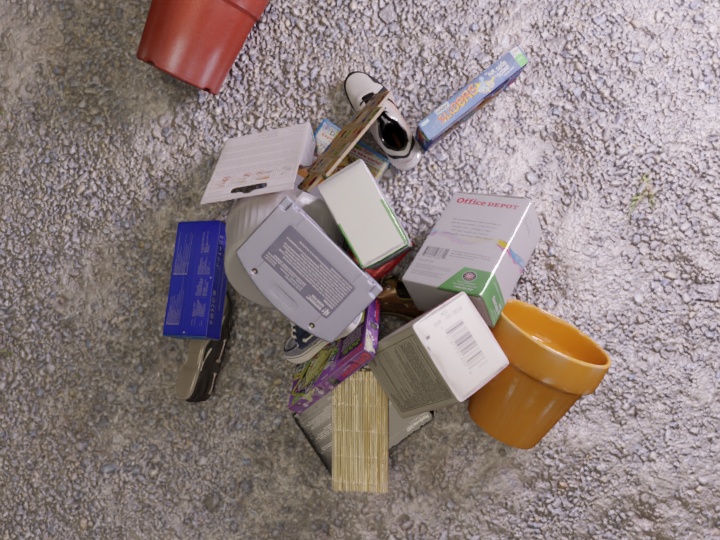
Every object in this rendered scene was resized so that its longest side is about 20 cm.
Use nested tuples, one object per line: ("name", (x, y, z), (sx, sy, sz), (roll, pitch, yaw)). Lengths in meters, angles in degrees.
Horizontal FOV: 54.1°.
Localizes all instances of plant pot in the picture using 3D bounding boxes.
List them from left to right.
("plant pot", (-0.275, -0.418, 1.194), (0.199, 0.201, 0.197), (26, 99, 5))
("plant pot", (0.267, 0.174, 1.133), (0.199, 0.200, 0.185), (26, 107, 5))

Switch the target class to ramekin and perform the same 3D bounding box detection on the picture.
("ramekin", (-0.128, -0.028, 1.151), (0.198, 0.202, 0.098), (-3, 46, 5))

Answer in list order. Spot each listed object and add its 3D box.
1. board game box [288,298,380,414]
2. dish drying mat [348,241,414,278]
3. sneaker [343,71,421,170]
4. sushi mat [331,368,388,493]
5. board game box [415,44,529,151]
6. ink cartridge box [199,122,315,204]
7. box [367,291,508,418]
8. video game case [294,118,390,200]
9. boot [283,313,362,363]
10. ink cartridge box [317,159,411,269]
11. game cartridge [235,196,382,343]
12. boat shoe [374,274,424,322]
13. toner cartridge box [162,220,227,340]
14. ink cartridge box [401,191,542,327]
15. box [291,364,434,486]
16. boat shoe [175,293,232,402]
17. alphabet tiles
("board game box", (-0.043, 0.138, 1.148), (0.032, 0.121, 0.200), (37, 126, -18))
("dish drying mat", (0.000, 0.000, 1.236), (0.077, 0.018, 0.200), (45, 93, 5))
("sneaker", (0.037, -0.267, 1.204), (0.073, 0.080, 0.201), (-36, 76, 6))
("sushi mat", (-0.001, 0.262, 1.156), (0.095, 0.012, 0.202), (0, 89, 5))
("board game box", (0.180, -0.280, 1.168), (0.199, 0.135, 0.035), (-38, 90, 3))
("ink cartridge box", (-0.164, -0.164, 1.169), (0.159, 0.201, 0.050), (-8, 132, 12))
("box", (0.108, 0.133, 1.073), (0.108, 0.200, 0.129), (-31, 86, -27))
("video game case", (-0.058, -0.145, 1.246), (0.142, 0.018, 0.201), (33, 92, 6))
("boot", (-0.089, 0.085, 1.164), (0.090, 0.073, 0.200), (34, 135, -21))
("ink cartridge box", (0.013, -0.082, 1.130), (0.083, 0.200, 0.148), (-30, 86, 6))
("game cartridge", (-0.082, 0.006, 1.051), (0.200, 0.041, 0.133), (44, 94, -7))
("boat shoe", (0.044, 0.036, 1.184), (0.198, 0.072, 0.068), (10, 132, -13))
("toner cartridge box", (-0.280, 0.017, 1.219), (0.094, 0.043, 0.202), (0, 78, 26))
("ink cartridge box", (0.180, -0.024, 1.119), (0.144, 0.088, 0.201), (11, 57, 37))
("box", (0.006, 0.244, 1.200), (0.199, 0.079, 0.142), (-35, 84, 3))
("boat shoe", (-0.266, 0.135, 1.246), (0.066, 0.057, 0.202), (18, 86, 41))
("alphabet tiles", (-0.028, -0.204, 1.116), (0.006, 0.166, 0.200), (40, 89, -18))
